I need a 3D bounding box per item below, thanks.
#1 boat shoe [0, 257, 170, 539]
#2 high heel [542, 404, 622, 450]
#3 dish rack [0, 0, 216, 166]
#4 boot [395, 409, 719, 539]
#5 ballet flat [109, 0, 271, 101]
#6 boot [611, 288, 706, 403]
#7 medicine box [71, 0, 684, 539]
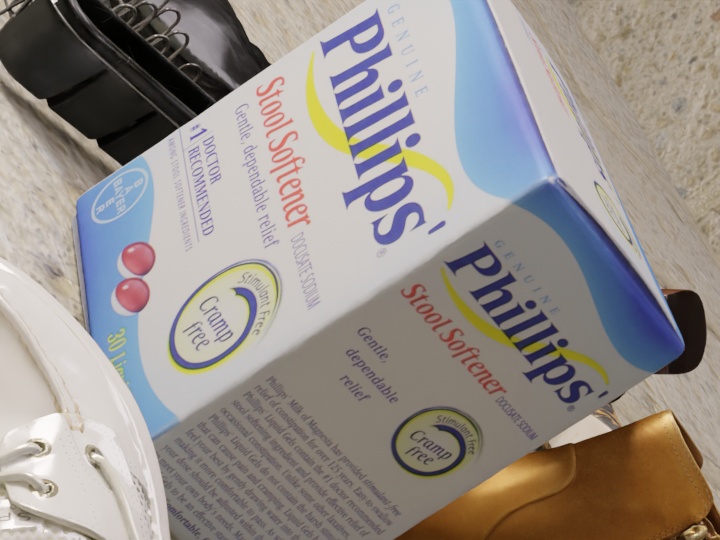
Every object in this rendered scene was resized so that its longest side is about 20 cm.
[{"bbox_3d":[-0.094,0.078,0.689,0.200,0.071,0.069,61,12,16],"label":"boat shoe"},{"bbox_3d":[0.158,0.129,1.464,0.200,0.071,0.142,53,16,30],"label":"high heel"},{"bbox_3d":[-0.130,-0.131,1.104,0.153,0.054,0.200,42,19,-49],"label":"dish rack"},{"bbox_3d":[0.081,0.099,1.107,0.201,0.144,0.071,51,13,-20],"label":"boot"},{"bbox_3d":[-0.081,-0.104,1.263,0.200,0.057,0.067,47,43,-19],"label":"ballet flat"},{"bbox_3d":[0.036,0.030,1.111,0.186,0.200,0.064,13,79,-58],"label":"boot"},{"bbox_3d":[0.000,0.000,0.928,0.103,0.200,0.182,47,15,-33],"label":"medicine box"}]
